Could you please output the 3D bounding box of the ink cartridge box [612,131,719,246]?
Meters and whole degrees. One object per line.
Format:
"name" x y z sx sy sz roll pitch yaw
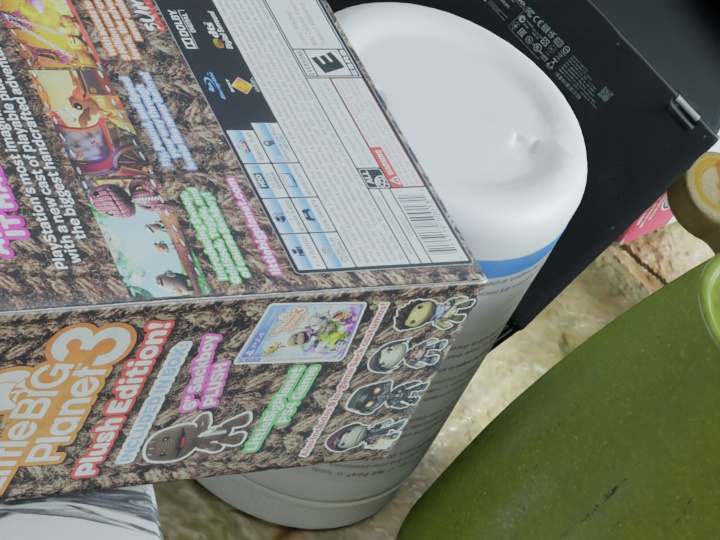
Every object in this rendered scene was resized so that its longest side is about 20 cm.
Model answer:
"ink cartridge box" 0.204 -0.113 1.229 0.199 0.146 0.083 -21 59 -43

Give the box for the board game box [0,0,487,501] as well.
"board game box" -0.086 -0.016 0.771 0.199 0.097 0.160 -3 48 -32

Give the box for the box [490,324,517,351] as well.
"box" 0.001 -0.057 1.072 0.200 0.060 0.117 39 38 -18

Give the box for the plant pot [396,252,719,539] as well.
"plant pot" 0.135 0.092 0.932 0.186 0.201 0.188 16 42 -15

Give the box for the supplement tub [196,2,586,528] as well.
"supplement tub" 0.000 0.000 0.950 0.131 0.201 0.132 16 41 -14

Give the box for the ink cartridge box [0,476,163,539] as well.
"ink cartridge box" -0.131 0.118 0.794 0.083 0.146 0.201 7 44 -25

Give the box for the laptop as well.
"laptop" 0.075 -0.115 1.052 0.187 0.200 0.116 45 5 -10

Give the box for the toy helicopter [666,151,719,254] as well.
"toy helicopter" 0.210 0.030 1.124 0.132 0.079 0.201 -21 70 -29
